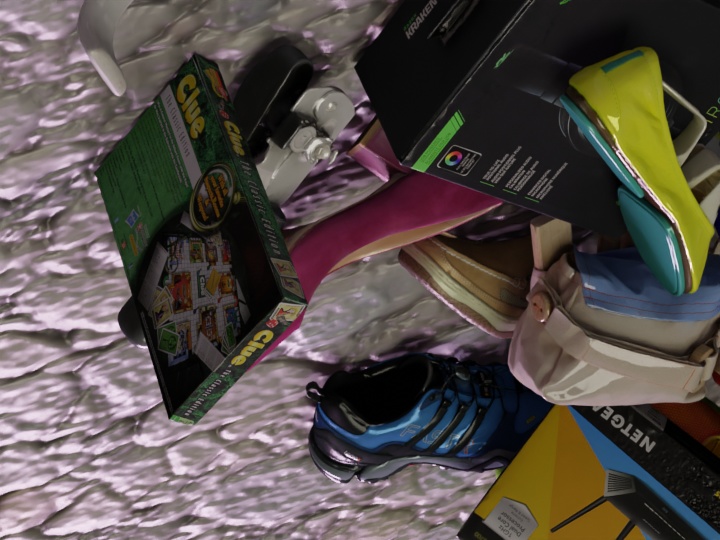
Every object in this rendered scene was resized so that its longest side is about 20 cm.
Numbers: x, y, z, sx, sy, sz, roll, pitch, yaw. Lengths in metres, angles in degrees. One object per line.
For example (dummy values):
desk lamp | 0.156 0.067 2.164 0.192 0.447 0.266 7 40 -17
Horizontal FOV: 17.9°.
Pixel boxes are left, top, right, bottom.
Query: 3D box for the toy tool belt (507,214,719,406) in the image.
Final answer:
toy tool belt | 0.193 0.019 1.470 0.199 0.125 0.124 0 106 -23

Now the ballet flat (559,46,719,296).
ballet flat | 0.179 -0.059 1.334 0.067 0.067 0.200 -39 137 -3

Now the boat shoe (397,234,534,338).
boat shoe | 0.103 0.002 1.515 0.076 0.072 0.200 -51 142 11

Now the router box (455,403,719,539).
router box | 0.188 0.180 1.549 0.150 0.200 0.051 -54 175 13

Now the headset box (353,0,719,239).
headset box | 0.120 -0.130 1.348 0.199 0.093 0.174 18 125 -37

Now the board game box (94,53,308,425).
board game box | -0.093 -0.020 1.285 0.023 0.201 0.105 20 125 -37

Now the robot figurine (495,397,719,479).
robot figurine | 0.196 0.154 1.664 0.199 0.116 0.176 -15 120 -25

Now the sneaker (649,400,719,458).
sneaker | 0.270 0.147 1.589 0.200 0.073 0.077 41 154 -10

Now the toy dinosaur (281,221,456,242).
toy dinosaur | -0.055 -0.013 1.434 0.199 0.061 0.106 -28 153 22

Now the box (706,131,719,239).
box | 0.334 -0.104 1.449 0.183 0.105 0.200 0 142 -23

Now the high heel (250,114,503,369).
high heel | 0.000 0.000 1.378 0.096 0.200 0.067 37 161 -7

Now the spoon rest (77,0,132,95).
spoon rest | -0.072 -0.180 1.244 0.200 0.061 0.100 -36 141 -5

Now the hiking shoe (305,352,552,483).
hiking shoe | 0.062 0.094 1.575 0.199 0.075 0.087 -13 144 -11

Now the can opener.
can opener | -0.076 -0.038 1.357 0.200 0.066 0.053 -54 147 13
